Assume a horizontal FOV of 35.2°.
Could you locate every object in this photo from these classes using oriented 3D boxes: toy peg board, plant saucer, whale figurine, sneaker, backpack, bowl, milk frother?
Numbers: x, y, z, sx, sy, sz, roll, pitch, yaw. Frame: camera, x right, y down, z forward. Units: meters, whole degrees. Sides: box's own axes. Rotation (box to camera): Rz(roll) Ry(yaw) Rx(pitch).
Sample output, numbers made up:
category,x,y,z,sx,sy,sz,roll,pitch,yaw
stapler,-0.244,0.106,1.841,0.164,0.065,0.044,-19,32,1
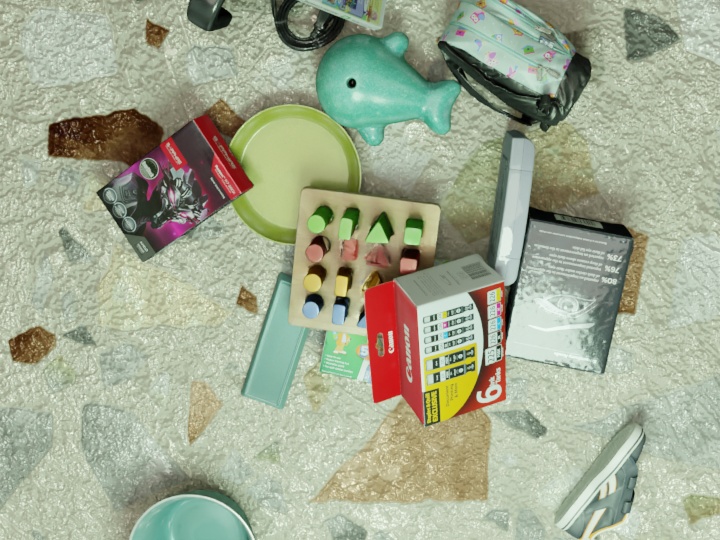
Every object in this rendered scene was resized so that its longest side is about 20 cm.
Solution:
category,x,y,z,sx,sy,sz,roll,pitch,yaw
toy peg board,0.000,0.000,1.570,0.198,0.098,0.201,8,102,5
plant saucer,-0.119,0.108,1.687,0.069,0.019,0.201,19,104,2
whale figurine,0.033,-0.246,1.547,0.199,0.104,0.160,20,103,10
plant saucer,-0.096,-0.138,1.627,0.198,0.031,0.202,1,102,5
sneaker,0.368,0.313,1.649,0.079,0.078,0.201,33,114,3
backpack,0.204,-0.284,1.514,0.199,0.167,0.127,33,87,2
bowl,-0.241,0.413,1.717,0.199,0.105,0.203,1,102,6
milk frother,-0.119,-0.387,1.497,0.198,0.188,0.182,12,103,3

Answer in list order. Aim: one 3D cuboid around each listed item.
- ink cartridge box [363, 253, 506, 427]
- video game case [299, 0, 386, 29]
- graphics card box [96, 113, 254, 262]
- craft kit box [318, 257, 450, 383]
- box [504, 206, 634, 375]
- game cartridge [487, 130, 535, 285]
category,x,y,z,sx,sy,sz,roll,pitch,yaw
ink cartridge box,0.103,0.102,1.542,0.174,0.084,0.201,-16,123,-16
video game case,-0.029,-0.419,1.394,0.022,0.181,0.202,5,85,49
graphics card box,-0.266,-0.116,1.622,0.199,0.051,0.126,-31,95,23
craft kit box,0.054,0.071,1.649,0.198,0.049,0.199,11,100,3
box,0.284,0.027,1.584,0.147,0.104,0.202,12,103,3
game cartridge,0.205,-0.086,1.554,0.040,0.133,0.202,7,103,4
